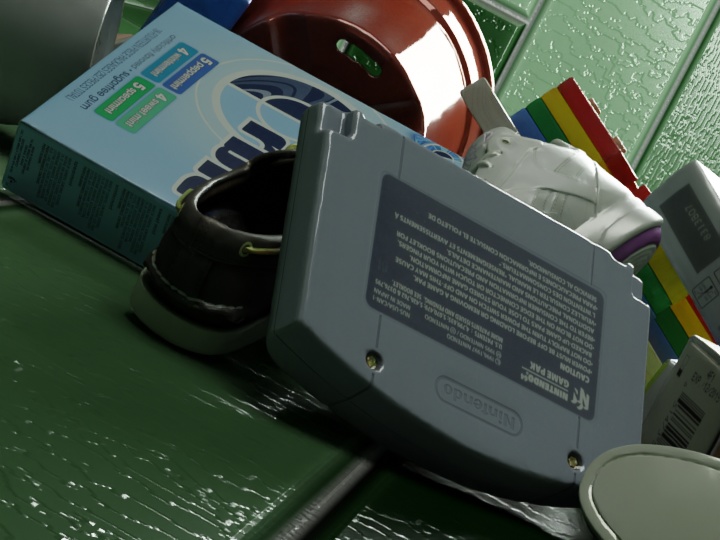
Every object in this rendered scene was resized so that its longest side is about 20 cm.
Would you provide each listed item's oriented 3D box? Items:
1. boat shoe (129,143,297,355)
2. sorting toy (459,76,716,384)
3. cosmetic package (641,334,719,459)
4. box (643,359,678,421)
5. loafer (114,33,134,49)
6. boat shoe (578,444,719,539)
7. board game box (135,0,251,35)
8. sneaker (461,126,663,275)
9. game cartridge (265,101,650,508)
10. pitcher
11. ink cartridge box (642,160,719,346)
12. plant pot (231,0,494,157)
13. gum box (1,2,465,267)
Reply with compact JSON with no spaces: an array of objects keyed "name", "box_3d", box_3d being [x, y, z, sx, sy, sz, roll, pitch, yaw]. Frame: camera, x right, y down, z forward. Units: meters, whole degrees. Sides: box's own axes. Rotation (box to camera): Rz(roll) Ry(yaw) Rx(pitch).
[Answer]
[{"name":"boat shoe","box_3d":[-0.031,-0.022,1.089,0.071,0.061,0.201,32,28,13]},{"name":"sorting toy","box_3d":[0.161,-0.010,1.460,0.200,0.069,0.199,53,7,-51]},{"name":"cosmetic package","box_3d":[0.226,0.123,1.123,0.199,0.104,0.087,24,9,-16]},{"name":"box","box_3d":[0.222,0.114,1.282,0.200,0.048,0.122,42,10,18]},{"name":"loafer","box_3d":[-0.182,-0.129,1.568,0.062,0.072,0.200,22,8,14]},{"name":"boat shoe","box_3d":[0.182,0.143,1.028,0.199,0.073,0.062,26,-27,13]},{"name":"board game box","box_3d":[-0.097,-0.170,1.491,0.045,0.152,0.200,35,35,-8]},{"name":"sneaker","box_3d":[0.064,-0.018,1.186,0.100,0.075,0.199,50,35,18]},{"name":"game cartridge","box_3d":[0.046,0.024,1.052,0.199,0.134,0.041,28,-31,-30]},{"name":"pitcher","box_3d":[-0.236,-0.150,1.350,0.198,0.122,0.172,17,-9,1]},{"name":"ink cartridge box","box_3d":[0.252,0.039,1.342,0.200,0.057,0.163,32,26,-52]},{"name":"plant pot","box_3d":[-0.020,-0.104,1.547,0.200,0.202,0.195,28,14,2]},{"name":"gum box","box_3d":[-0.053,-0.047,1.217,0.199,0.045,0.170,30,35,10]}]
